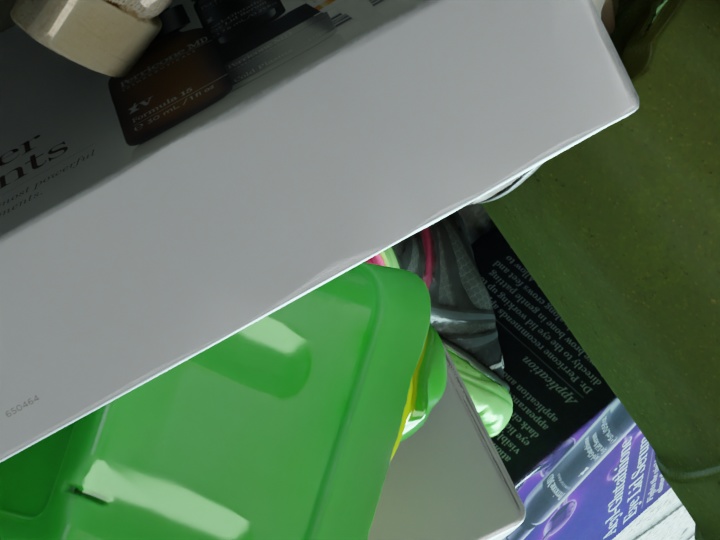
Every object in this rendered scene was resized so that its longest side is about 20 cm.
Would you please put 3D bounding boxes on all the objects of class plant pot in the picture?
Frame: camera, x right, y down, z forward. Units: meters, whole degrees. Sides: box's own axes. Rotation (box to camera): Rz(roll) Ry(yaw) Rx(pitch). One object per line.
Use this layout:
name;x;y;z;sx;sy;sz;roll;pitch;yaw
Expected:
plant pot;0.148;-0.014;1.037;0.200;0.190;0.200;-42;-168;11

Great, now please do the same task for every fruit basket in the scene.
fruit basket;-0.059;0.050;0.788;0.216;0.214;0.156;45;60;-65

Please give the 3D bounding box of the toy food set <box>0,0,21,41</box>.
toy food set;-0.077;-0.141;0.682;0.143;0.061;0.200;16;119;-35

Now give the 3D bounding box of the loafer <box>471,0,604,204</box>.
loafer;0.048;-0.094;0.871;0.063;0.072;0.200;-23;153;-41

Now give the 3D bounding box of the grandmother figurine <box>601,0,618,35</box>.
grandmother figurine;0.060;-0.140;0.938;0.121;0.060;0.200;-52;159;-14

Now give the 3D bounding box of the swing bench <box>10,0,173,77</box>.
swing bench;-0.057;-0.165;0.544;0.200;0.130;0.199;31;98;-38

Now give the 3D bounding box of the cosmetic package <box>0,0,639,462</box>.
cosmetic package;-0.047;-0.033;0.635;0.199;0.151;0.052;-29;111;1

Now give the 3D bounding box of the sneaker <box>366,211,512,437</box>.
sneaker;0.000;0.000;1.034;0.076;0.084;0.200;-12;147;18

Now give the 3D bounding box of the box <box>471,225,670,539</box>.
box;0.054;0.081;1.180;0.200;0.104;0.148;-39;154;-21

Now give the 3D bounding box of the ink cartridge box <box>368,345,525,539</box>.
ink cartridge box;-0.037;0.102;0.957;0.147;0.086;0.200;-25;172;-15
